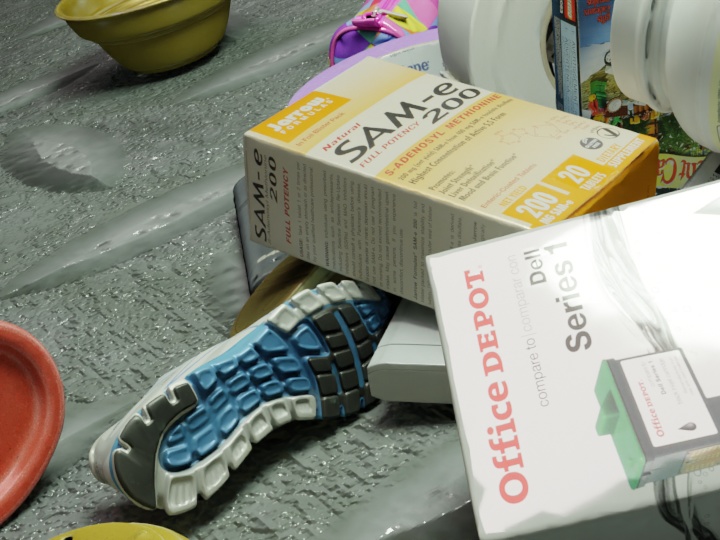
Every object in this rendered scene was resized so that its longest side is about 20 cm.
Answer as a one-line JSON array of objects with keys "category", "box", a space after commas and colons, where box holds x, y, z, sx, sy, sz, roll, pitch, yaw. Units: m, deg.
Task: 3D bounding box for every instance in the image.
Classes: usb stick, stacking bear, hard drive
[{"category": "usb stick", "box": [-0.057, -0.026, 1.067, 0.055, 0.033, 0.200, -18, 25, 0]}, {"category": "stacking bear", "box": [-0.267, 0.075, 0.919, 0.113, 0.122, 0.199, -35, 23, -30]}, {"category": "hard drive", "box": [0.094, 0.011, 0.882, 0.131, 0.027, 0.200, 1, 29, 19]}]

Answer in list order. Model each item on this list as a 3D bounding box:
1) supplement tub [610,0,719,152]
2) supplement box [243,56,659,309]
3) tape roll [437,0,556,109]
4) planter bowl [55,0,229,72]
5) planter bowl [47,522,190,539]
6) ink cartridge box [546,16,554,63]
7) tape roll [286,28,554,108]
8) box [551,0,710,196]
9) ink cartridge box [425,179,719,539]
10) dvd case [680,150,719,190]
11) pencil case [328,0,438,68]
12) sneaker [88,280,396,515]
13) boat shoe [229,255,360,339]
[{"category": "supplement tub", "box": [0.233, -0.109, 0.721, 0.199, 0.146, 0.145, 24, 44, 29]}, {"category": "supplement box", "box": [0.049, -0.045, 0.866, 0.199, 0.074, 0.126, 20, 38, 30]}, {"category": "tape roll", "box": [0.152, -0.159, 1.005, 0.201, 0.204, 0.071, -21, 25, -8]}, {"category": "planter bowl", "box": [-0.197, -0.253, 1.547, 0.199, 0.084, 0.201, -14, 25, 7]}, {"category": "planter bowl", "box": [-0.108, 0.165, 0.648, 0.199, 0.084, 0.201, -14, 24, 7]}, {"category": "ink cartridge box", "box": [0.174, -0.165, 1.109, 0.199, 0.039, 0.100, 17, 25, -17]}, {"category": "tape roll", "box": [0.048, -0.115, 1.145, 0.199, 0.066, 0.200, -14, 25, 7]}, {"category": "box", "box": [0.211, -0.116, 0.911, 0.198, 0.138, 0.038, -13, 24, -14]}, {"category": "ink cartridge box", "box": [0.137, 0.048, 0.662, 0.198, 0.085, 0.147, -15, 56, 6]}, {"category": "dvd case", "box": [0.263, -0.043, 0.807, 0.150, 0.025, 0.200, 32, 44, 13]}, {"category": "pencil case", "box": [0.039, -0.211, 1.326, 0.088, 0.089, 0.200, -6, 26, 24]}, {"category": "sneaker", "box": [-0.066, 0.063, 0.851, 0.199, 0.075, 0.086, -26, 9, -31]}, {"category": "boat shoe", "box": [-0.001, 0.000, 0.953, 0.073, 0.063, 0.201, -23, 17, 46]}]
